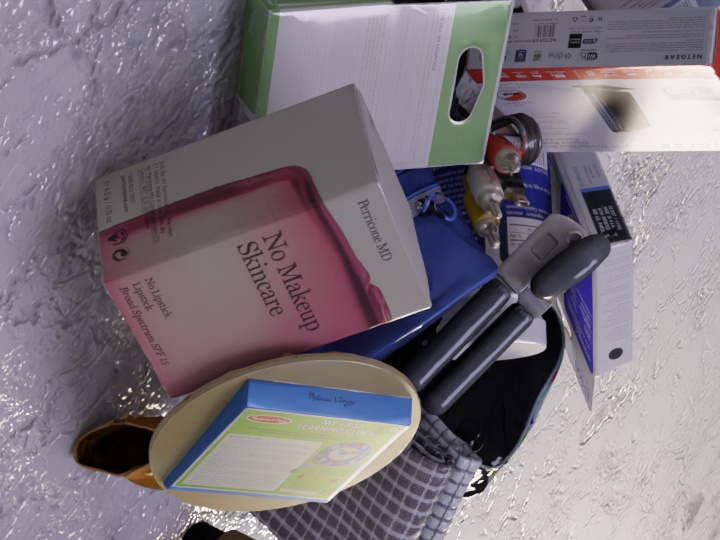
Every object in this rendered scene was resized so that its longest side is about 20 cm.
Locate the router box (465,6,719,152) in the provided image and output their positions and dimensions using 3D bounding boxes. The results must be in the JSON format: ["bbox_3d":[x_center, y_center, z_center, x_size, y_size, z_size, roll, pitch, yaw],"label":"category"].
[{"bbox_3d":[0.207,-0.148,1.643,0.179,0.198,0.049,39,56,-60],"label":"router box"}]

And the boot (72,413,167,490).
[{"bbox_3d":[-0.103,0.134,1.554,0.144,0.199,0.072,14,68,-63],"label":"boot"}]

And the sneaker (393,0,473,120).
[{"bbox_3d":[0.048,-0.183,1.619,0.147,0.076,0.204,-62,161,-44],"label":"sneaker"}]

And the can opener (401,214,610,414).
[{"bbox_3d":[0.115,0.032,1.676,0.200,0.053,0.066,-44,-177,-5],"label":"can opener"}]

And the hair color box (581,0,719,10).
[{"bbox_3d":[0.203,-0.278,1.687,0.099,0.201,0.061,-33,155,7],"label":"hair color box"}]

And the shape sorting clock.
[{"bbox_3d":[-0.054,0.116,1.480,0.198,0.040,0.201,-9,149,-5],"label":"shape sorting clock"}]

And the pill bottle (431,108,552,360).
[{"bbox_3d":[0.109,-0.029,1.781,0.116,0.115,0.202,28,59,-65],"label":"pill bottle"}]

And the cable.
[{"bbox_3d":[0.087,-0.104,1.663,0.050,0.200,0.098,4,118,-28],"label":"cable"}]

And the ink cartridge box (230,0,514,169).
[{"bbox_3d":[0.007,-0.143,1.543,0.198,0.048,0.147,-7,125,-25],"label":"ink cartridge box"}]

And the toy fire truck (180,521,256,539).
[{"bbox_3d":[-0.142,0.337,1.772,0.176,0.128,0.201,-44,139,-34],"label":"toy fire truck"}]

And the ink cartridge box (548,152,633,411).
[{"bbox_3d":[0.196,-0.014,1.843,0.043,0.199,0.201,-10,134,-7],"label":"ink cartridge box"}]

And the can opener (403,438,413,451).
[{"bbox_3d":[-0.051,0.131,1.661,0.053,0.198,0.067,54,37,-36],"label":"can opener"}]

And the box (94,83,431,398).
[{"bbox_3d":[-0.067,-0.018,1.415,0.198,0.109,0.128,-20,132,7],"label":"box"}]

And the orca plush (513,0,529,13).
[{"bbox_3d":[0.111,-0.216,1.786,0.200,0.070,0.106,45,30,-68],"label":"orca plush"}]

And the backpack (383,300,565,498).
[{"bbox_3d":[0.084,0.090,1.872,0.201,0.177,0.151,-57,180,-28],"label":"backpack"}]

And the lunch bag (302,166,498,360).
[{"bbox_3d":[0.000,0.000,1.620,0.200,0.133,0.136,-39,175,36],"label":"lunch bag"}]

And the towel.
[{"bbox_3d":[-0.013,0.168,1.732,0.085,0.200,0.167,-6,127,-48],"label":"towel"}]
